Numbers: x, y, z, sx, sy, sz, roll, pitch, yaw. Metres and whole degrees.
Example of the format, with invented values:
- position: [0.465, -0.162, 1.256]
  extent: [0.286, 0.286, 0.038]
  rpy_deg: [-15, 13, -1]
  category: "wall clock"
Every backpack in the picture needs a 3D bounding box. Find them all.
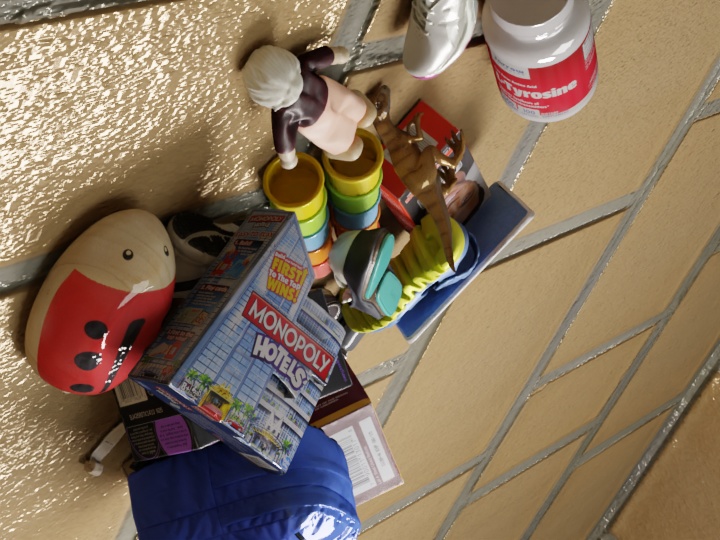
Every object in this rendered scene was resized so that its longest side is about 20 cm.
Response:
- position: [-0.099, 0.248, 1.631]
  extent: [0.199, 0.169, 0.163]
  rpy_deg: [-22, 156, 11]
  category: "backpack"

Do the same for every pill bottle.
- position: [0.185, -0.243, 1.715]
  extent: [0.112, 0.112, 0.200]
  rpy_deg: [-46, 157, -6]
  category: "pill bottle"

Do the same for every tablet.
- position: [0.108, -0.011, 1.873]
  extent: [0.200, 0.014, 0.130]
  rpy_deg: [-47, -157, 5]
  category: "tablet"

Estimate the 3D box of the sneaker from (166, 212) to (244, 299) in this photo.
- position: [-0.127, -0.003, 1.579]
  extent: [0.199, 0.074, 0.080]
  rpy_deg: [12, 125, -49]
  category: "sneaker"

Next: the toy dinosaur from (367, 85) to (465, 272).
- position: [0.065, -0.090, 1.661]
  extent: [0.106, 0.201, 0.060]
  rpy_deg: [-23, 171, -41]
  category: "toy dinosaur"

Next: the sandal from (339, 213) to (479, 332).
- position: [0.059, 0.008, 1.824]
  extent: [0.200, 0.080, 0.087]
  rpy_deg: [-33, 160, 35]
  category: "sandal"

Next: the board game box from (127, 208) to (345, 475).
- position: [-0.087, 0.057, 1.505]
  extent: [0.200, 0.061, 0.201]
  rpy_deg: [40, 67, -41]
  category: "board game box"

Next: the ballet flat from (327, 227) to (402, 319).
- position: [0.000, 0.000, 1.699]
  extent: [0.073, 0.073, 0.200]
  rpy_deg: [-45, 164, -9]
  category: "ballet flat"

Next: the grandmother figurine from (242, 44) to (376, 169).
- position: [-0.050, -0.152, 1.506]
  extent: [0.200, 0.060, 0.122]
  rpy_deg: [31, 73, -65]
  category: "grandmother figurine"

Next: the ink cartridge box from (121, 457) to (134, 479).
- position: [-0.133, 0.250, 1.769]
  extent: [0.164, 0.201, 0.075]
  rpy_deg: [-34, 161, 6]
  category: "ink cartridge box"

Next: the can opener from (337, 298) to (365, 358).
- position: [-0.024, 0.067, 1.908]
  extent: [0.200, 0.053, 0.066]
  rpy_deg: [-51, 159, 4]
  category: "can opener"

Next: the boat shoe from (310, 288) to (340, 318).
- position: [-0.084, 0.079, 1.800]
  extent: [0.199, 0.065, 0.072]
  rpy_deg: [-24, 145, -48]
  category: "boat shoe"

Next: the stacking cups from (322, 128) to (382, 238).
- position: [-0.002, -0.074, 1.703]
  extent: [0.060, 0.060, 0.200]
  rpy_deg: [-43, 161, -14]
  category: "stacking cups"

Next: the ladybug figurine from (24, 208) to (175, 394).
- position: [-0.221, 0.038, 1.453]
  extent: [0.135, 0.072, 0.201]
  rpy_deg: [-13, 140, -44]
  category: "ladybug figurine"

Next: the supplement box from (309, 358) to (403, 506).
- position: [-0.033, 0.161, 1.805]
  extent: [0.085, 0.200, 0.111]
  rpy_deg: [-24, 116, -6]
  category: "supplement box"

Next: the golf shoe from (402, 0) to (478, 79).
- position: [0.073, -0.268, 1.541]
  extent: [0.091, 0.075, 0.201]
  rpy_deg: [-4, 131, -39]
  category: "golf shoe"

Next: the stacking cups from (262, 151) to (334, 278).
- position: [-0.054, -0.052, 1.664]
  extent: [0.060, 0.060, 0.200]
  rpy_deg: [-44, 161, -10]
  category: "stacking cups"

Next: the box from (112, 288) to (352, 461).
- position: [-0.128, 0.100, 1.612]
  extent: [0.199, 0.107, 0.122]
  rpy_deg: [-19, -178, -41]
  category: "box"

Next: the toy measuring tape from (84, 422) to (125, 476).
- position: [-0.196, 0.149, 1.699]
  extent: [0.200, 0.073, 0.074]
  rpy_deg: [-48, 158, -2]
  category: "toy measuring tape"

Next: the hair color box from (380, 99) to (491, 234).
- position: [0.076, -0.097, 1.816]
  extent: [0.102, 0.061, 0.200]
  rpy_deg: [-48, 159, -3]
  category: "hair color box"
